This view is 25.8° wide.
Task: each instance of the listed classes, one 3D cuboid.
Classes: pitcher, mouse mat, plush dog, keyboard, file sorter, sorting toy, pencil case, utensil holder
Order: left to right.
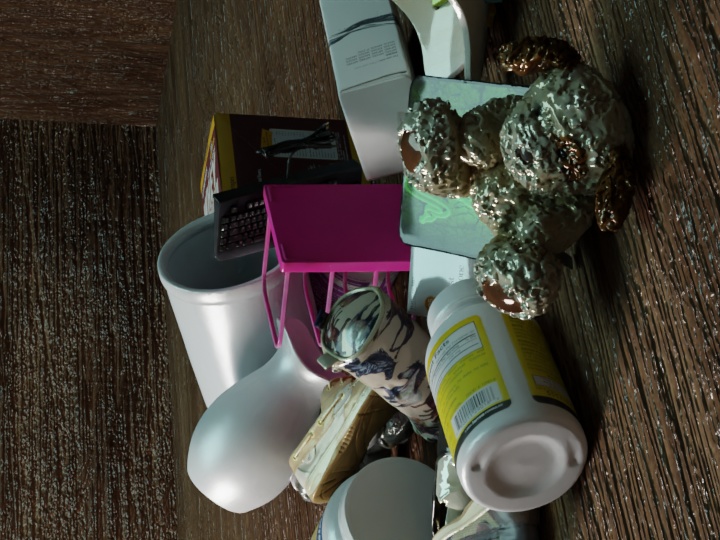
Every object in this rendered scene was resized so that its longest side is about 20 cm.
[{"bbox_3d":[-0.130,0.056,1.822,0.171,0.168,0.202,-111,7,-57],"label":"utensil holder"},{"bbox_3d":[-0.083,0.179,1.717,0.201,0.171,0.121,-52,-17,10],"label":"pitcher"},{"bbox_3d":[-0.075,-0.087,1.691,0.020,0.198,0.129,25,122,43],"label":"keyboard"},{"bbox_3d":[0.000,0.000,1.648,0.140,0.197,0.127,-108,21,-53],"label":"file sorter"},{"bbox_3d":[0.038,0.095,1.524,0.089,0.200,0.078,-44,43,4],"label":"pencil case"},{"bbox_3d":[0.090,-0.252,1.540,0.200,0.105,0.183,-153,58,-74],"label":"sorting toy"},{"bbox_3d":[0.107,-0.091,1.429,0.199,0.007,0.163,13,102,48],"label":"mouse mat"},{"bbox_3d":[0.151,-0.088,1.245,0.201,0.159,0.172,59,141,12],"label":"plush dog"}]

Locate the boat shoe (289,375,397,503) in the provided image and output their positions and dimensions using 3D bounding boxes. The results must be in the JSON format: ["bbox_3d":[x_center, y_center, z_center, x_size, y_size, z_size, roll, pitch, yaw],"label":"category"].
[{"bbox_3d":[-0.013,0.143,1.626,0.069,0.073,0.201,40,105,31],"label":"boat shoe"}]

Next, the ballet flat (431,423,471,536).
[{"bbox_3d":[0.098,0.204,1.465,0.201,0.067,0.069,90,-166,-51],"label":"ballet flat"}]

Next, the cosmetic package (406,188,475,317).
[{"bbox_3d":[0.094,-0.054,1.496,0.082,0.050,0.203,8,98,37],"label":"cosmetic package"}]

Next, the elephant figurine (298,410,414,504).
[{"bbox_3d":[0.010,0.172,1.778,0.141,0.154,0.202,-41,-27,-63],"label":"elephant figurine"}]

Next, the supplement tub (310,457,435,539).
[{"bbox_3d":[0.020,0.293,1.633,0.201,0.143,0.146,112,155,-55],"label":"supplement tub"}]

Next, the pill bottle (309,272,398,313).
[{"bbox_3d":[-0.014,-0.001,1.873,0.201,0.111,0.114,116,152,-58],"label":"pill bottle"}]

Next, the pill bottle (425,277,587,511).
[{"bbox_3d":[0.116,0.098,1.343,0.201,0.110,0.112,-105,22,-51],"label":"pill bottle"}]

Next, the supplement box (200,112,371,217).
[{"bbox_3d":[-0.096,-0.083,2.033,0.134,0.197,0.199,108,159,-48],"label":"supplement box"}]

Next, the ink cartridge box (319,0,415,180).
[{"bbox_3d":[0.015,-0.224,1.746,0.146,0.083,0.202,69,-173,-49],"label":"ink cartridge box"}]

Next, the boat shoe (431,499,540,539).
[{"bbox_3d":[0.112,0.258,1.426,0.201,0.071,0.065,120,154,-51],"label":"boat shoe"}]
